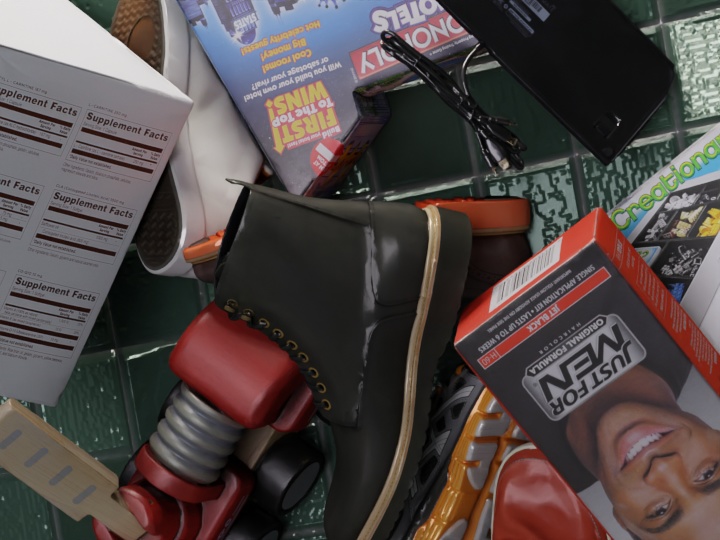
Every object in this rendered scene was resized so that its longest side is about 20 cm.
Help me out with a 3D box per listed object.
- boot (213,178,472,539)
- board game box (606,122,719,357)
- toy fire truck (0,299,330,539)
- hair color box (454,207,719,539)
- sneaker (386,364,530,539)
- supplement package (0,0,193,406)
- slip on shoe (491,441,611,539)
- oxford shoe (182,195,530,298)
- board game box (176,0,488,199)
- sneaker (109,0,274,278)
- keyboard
[{"bbox_3d":[-0.029,0.052,1.633,0.137,0.077,0.201,12,94,-12],"label":"boot"},{"bbox_3d":[0.210,-0.010,1.643,0.200,0.035,0.127,-39,78,19],"label":"board game box"},{"bbox_3d":[-0.109,0.088,1.691,0.128,0.200,0.177,36,105,17],"label":"toy fire truck"},{"bbox_3d":[0.151,0.077,1.611,0.101,0.061,0.200,-37,101,17],"label":"hair color box"},{"bbox_3d":[0.053,0.101,1.695,0.077,0.078,0.201,34,97,39],"label":"sneaker"},{"bbox_3d":[-0.235,-0.062,1.733,0.191,0.147,0.201,39,108,47],"label":"supplement package"},{"bbox_3d":[0.101,0.192,1.632,0.074,0.061,0.202,-5,78,24],"label":"slip on shoe"},{"bbox_3d":[0.000,0.000,1.680,0.198,0.071,0.073,-4,94,-4],"label":"oxford shoe"},{"bbox_3d":[-0.013,-0.149,1.717,0.199,0.062,0.201,-18,88,19],"label":"board game box"},{"bbox_3d":[-0.099,-0.084,1.764,0.073,0.084,0.201,-32,59,45],"label":"sneaker"},{"bbox_3d":[0.073,-0.133,1.645,0.200,0.021,0.127,44,68,-5],"label":"keyboard"}]
